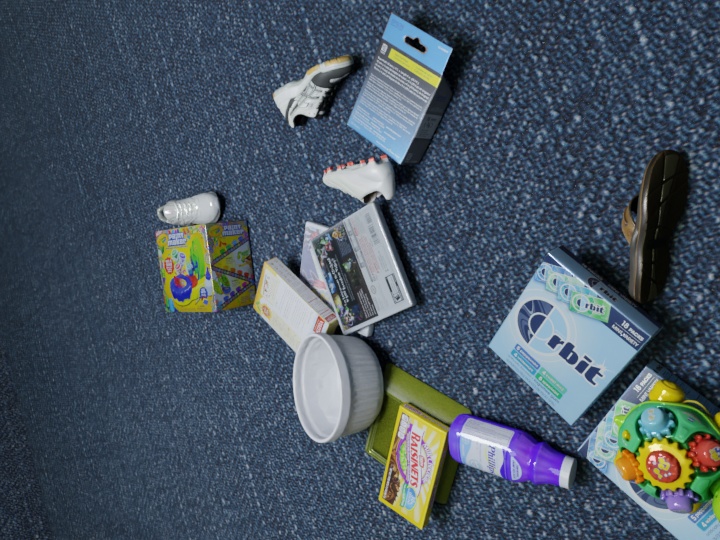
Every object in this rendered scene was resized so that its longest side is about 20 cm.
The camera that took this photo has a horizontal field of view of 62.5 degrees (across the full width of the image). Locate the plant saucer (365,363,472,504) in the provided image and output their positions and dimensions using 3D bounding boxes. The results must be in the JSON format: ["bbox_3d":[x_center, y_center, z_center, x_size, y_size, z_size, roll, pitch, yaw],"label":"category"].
[{"bbox_3d":[0.090,0.305,1.095,0.199,0.048,0.202,26,113,34],"label":"plant saucer"}]

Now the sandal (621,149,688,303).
[{"bbox_3d":[0.381,-0.058,0.789,0.054,0.081,0.203,29,123,57],"label":"sandal"}]

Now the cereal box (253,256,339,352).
[{"bbox_3d":[-0.138,0.088,1.234,0.200,0.039,0.145,42,134,20],"label":"cereal box"}]

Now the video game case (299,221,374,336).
[{"bbox_3d":[-0.044,0.013,1.180,0.199,0.023,0.185,20,109,37],"label":"video game case"}]

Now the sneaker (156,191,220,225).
[{"bbox_3d":[-0.415,-0.140,1.419,0.198,0.099,0.079,-10,91,41],"label":"sneaker"}]

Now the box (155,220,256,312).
[{"bbox_3d":[-0.359,-0.009,1.377,0.198,0.121,0.195,-4,95,40],"label":"box"}]

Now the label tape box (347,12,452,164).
[{"bbox_3d":[0.077,-0.302,1.002,0.144,0.063,0.201,42,121,27],"label":"label tape box"}]

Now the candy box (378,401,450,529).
[{"bbox_3d":[0.095,0.345,1.049,0.101,0.026,0.202,22,111,33],"label":"candy box"}]

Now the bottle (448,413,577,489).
[{"bbox_3d":[0.240,0.293,0.950,0.198,0.065,0.084,11,123,34],"label":"bottle"}]

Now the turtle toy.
[{"bbox_3d":[0.404,0.239,0.727,0.199,0.101,0.147,31,114,33],"label":"turtle toy"}]

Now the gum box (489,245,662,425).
[{"bbox_3d":[0.298,0.096,0.855,0.170,0.044,0.201,45,134,26],"label":"gum box"}]

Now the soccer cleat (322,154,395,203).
[{"bbox_3d":[-0.007,-0.158,1.073,0.199,0.069,0.079,5,111,57],"label":"soccer cleat"}]

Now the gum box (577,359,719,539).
[{"bbox_3d":[0.429,0.253,0.803,0.200,0.044,0.171,42,121,28],"label":"gum box"}]

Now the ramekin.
[{"bbox_3d":[-0.041,0.218,1.125,0.199,0.104,0.203,-1,89,59],"label":"ramekin"}]

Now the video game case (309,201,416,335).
[{"bbox_3d":[0.000,0.000,1.114,0.181,0.023,0.202,-27,80,38],"label":"video game case"}]

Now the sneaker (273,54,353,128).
[{"bbox_3d":[-0.077,-0.340,1.134,0.199,0.075,0.088,-17,102,43],"label":"sneaker"}]
